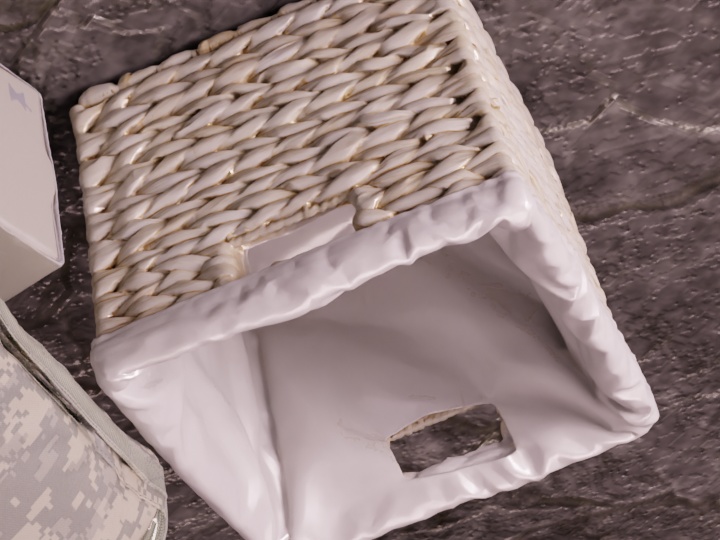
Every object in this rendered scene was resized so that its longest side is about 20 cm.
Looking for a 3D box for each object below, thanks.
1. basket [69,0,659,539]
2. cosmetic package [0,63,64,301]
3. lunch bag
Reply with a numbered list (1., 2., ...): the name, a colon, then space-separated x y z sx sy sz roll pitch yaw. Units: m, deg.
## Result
1. basket: 0.000 0.000 1.097 0.197 0.161 0.200 -22 141 11
2. cosmetic package: -0.232 -0.011 1.059 0.200 0.104 0.087 -31 138 20
3. lunch bag: -0.186 0.073 0.985 0.167 0.140 0.200 -24 137 11
